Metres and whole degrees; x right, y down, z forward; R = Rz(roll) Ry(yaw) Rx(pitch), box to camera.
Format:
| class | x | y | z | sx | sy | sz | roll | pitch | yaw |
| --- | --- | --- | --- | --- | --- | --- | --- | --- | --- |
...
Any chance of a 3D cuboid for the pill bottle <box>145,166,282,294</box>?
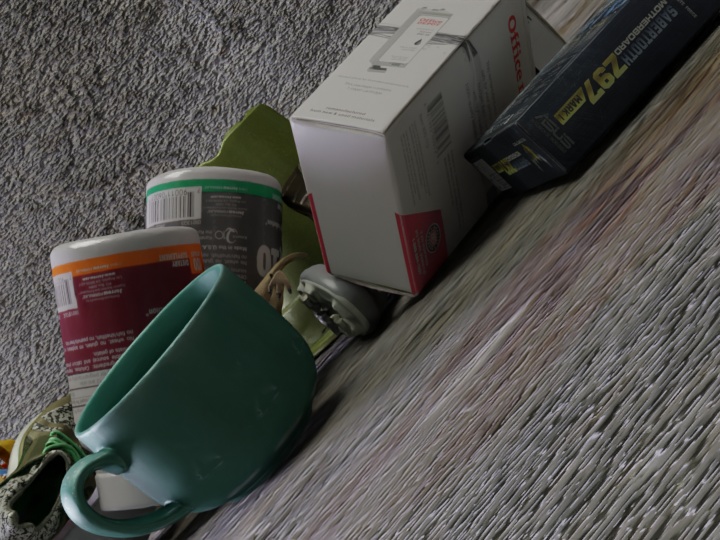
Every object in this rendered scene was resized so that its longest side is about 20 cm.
| class | x | y | z | sx | sy | sz | roll | pitch | yaw |
| --- | --- | --- | --- | --- | --- | --- | --- | --- | --- |
| pill bottle | -0.120 | 0.024 | 1.477 | 0.113 | 0.113 | 0.201 | 147 | 124 | -72 |

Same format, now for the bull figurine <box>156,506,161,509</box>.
| class | x | y | z | sx | sy | sz | roll | pitch | yaw |
| --- | --- | --- | --- | --- | --- | --- | --- | --- | --- |
| bull figurine | -0.193 | 0.178 | 1.688 | 0.121 | 0.065 | 0.200 | -34 | 17 | 45 |

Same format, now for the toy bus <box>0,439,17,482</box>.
| class | x | y | z | sx | sy | sz | roll | pitch | yaw |
| --- | --- | --- | --- | --- | --- | --- | --- | --- | --- |
| toy bus | -0.308 | 0.201 | 1.473 | 0.192 | 0.136 | 0.200 | -31 | -4 | -35 |

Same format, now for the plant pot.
| class | x | y | z | sx | sy | sz | roll | pitch | yaw |
| --- | --- | --- | --- | --- | --- | --- | --- | --- | --- |
| plant pot | -0.062 | -0.045 | 1.629 | 0.200 | 0.190 | 0.200 | -46 | 5 | 5 |

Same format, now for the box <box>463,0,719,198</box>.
| class | x | y | z | sx | sy | sz | roll | pitch | yaw |
| --- | --- | --- | --- | --- | --- | --- | --- | --- | --- |
| box | 0.152 | -0.126 | 1.206 | 0.158 | 0.051 | 0.200 | -48 | 4 | -7 |

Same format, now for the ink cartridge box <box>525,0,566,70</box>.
| class | x | y | z | sx | sy | sz | roll | pitch | yaw |
| --- | --- | --- | --- | --- | --- | --- | --- | --- | --- |
| ink cartridge box | 0.109 | -0.167 | 1.769 | 0.147 | 0.083 | 0.200 | -48 | 4 | -13 |

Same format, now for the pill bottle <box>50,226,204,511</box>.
| class | x | y | z | sx | sy | sz | roll | pitch | yaw |
| --- | --- | --- | --- | --- | --- | --- | --- | --- | --- |
| pill bottle | -0.162 | 0.073 | 1.364 | 0.114 | 0.201 | 0.114 | -9 | -1 | 0 |

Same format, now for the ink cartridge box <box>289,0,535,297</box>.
| class | x | y | z | sx | sy | sz | roll | pitch | yaw |
| --- | --- | --- | --- | --- | --- | --- | --- | --- | --- |
| ink cartridge box | 0.046 | -0.102 | 1.324 | 0.083 | 0.147 | 0.200 | 13 | 45 | 30 |

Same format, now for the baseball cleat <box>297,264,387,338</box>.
| class | x | y | z | sx | sy | sz | roll | pitch | yaw |
| --- | --- | --- | --- | --- | --- | --- | --- | --- | --- |
| baseball cleat | 0.000 | 0.000 | 1.416 | 0.106 | 0.070 | 0.200 | -48 | 5 | -5 |

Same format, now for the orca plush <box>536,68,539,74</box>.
| class | x | y | z | sx | sy | sz | roll | pitch | yaw |
| --- | --- | --- | --- | --- | --- | --- | --- | --- | --- |
| orca plush | 0.095 | -0.087 | 1.506 | 0.200 | 0.071 | 0.105 | -44 | -41 | -15 |

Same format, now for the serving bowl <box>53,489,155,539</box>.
| class | x | y | z | sx | sy | sz | roll | pitch | yaw |
| --- | --- | --- | --- | --- | --- | --- | --- | --- | --- |
| serving bowl | -0.230 | 0.244 | 1.461 | 0.200 | 0.066 | 0.200 | -46 | 4 | 4 |

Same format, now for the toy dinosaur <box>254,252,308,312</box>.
| class | x | y | z | sx | sy | sz | roll | pitch | yaw |
| --- | --- | --- | --- | --- | --- | --- | --- | --- | --- |
| toy dinosaur | -0.083 | 0.041 | 1.381 | 0.101 | 0.058 | 0.200 | 97 | -176 | -56 |

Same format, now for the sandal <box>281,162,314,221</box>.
| class | x | y | z | sx | sy | sz | roll | pitch | yaw |
| --- | --- | --- | --- | --- | --- | --- | --- | --- | --- |
| sandal | -0.006 | -0.063 | 1.479 | 0.082 | 0.055 | 0.200 | -48 | 27 | -7 |

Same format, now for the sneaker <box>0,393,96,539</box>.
| class | x | y | z | sx | sy | sz | roll | pitch | yaw |
| --- | --- | --- | --- | --- | --- | --- | --- | --- | --- |
| sneaker | -0.230 | 0.156 | 1.375 | 0.089 | 0.077 | 0.200 | -42 | 14 | 38 |

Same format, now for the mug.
| class | x | y | z | sx | sy | sz | roll | pitch | yaw |
| --- | --- | --- | --- | --- | --- | --- | --- | --- | --- |
| mug | -0.113 | 0.101 | 1.244 | 0.185 | 0.114 | 0.152 | -48 | 12 | 6 |
